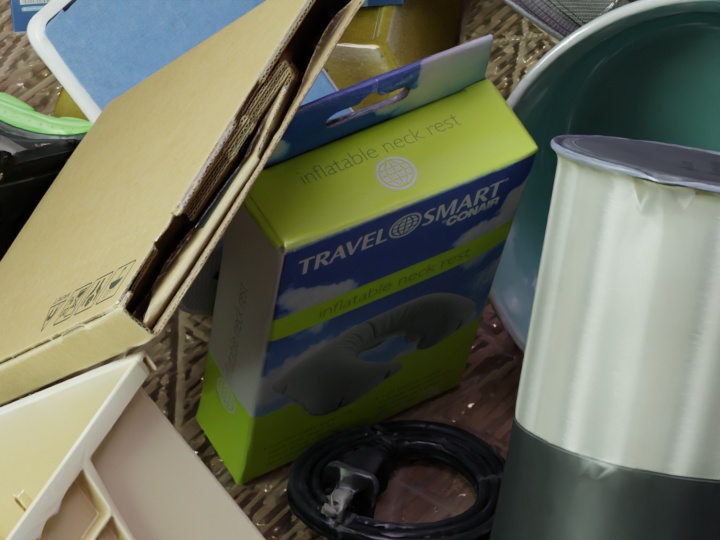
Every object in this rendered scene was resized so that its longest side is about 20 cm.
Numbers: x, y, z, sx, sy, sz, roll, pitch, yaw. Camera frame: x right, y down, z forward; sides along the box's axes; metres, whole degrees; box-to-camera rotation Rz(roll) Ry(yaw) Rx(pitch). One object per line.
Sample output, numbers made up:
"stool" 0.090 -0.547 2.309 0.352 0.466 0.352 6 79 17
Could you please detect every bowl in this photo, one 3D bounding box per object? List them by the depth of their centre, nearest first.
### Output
"bowl" 0.149 -0.042 1.050 0.200 0.201 0.105 2 23 2

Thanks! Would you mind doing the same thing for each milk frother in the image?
"milk frother" 0.076 0.038 0.938 0.199 0.189 0.181 10 9 4

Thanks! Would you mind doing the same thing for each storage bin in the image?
"storage bin" -0.156 0.148 0.812 0.200 0.094 0.199 -21 25 41

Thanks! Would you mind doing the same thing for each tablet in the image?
"tablet" -0.056 -0.063 1.076 0.014 0.200 0.130 -19 23 46

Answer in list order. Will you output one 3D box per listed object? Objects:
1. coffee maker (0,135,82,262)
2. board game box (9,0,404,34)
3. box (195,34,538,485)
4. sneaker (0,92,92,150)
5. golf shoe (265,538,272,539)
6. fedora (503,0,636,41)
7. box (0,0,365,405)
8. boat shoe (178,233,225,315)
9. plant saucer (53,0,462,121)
"coffee maker" -0.244 -0.040 1.004 0.200 0.192 0.135 26 92 28
"board game box" -0.085 -0.183 1.226 0.199 0.035 0.136 -5 43 -6
"box" 0.000 0.000 0.971 0.122 0.200 0.048 -23 62 -23
"sneaker" -0.144 -0.032 1.117 0.199 0.077 0.084 12 61 16
"golf shoe" 0.013 0.172 0.895 0.199 0.077 0.088 19 70 18
"fedora" 0.127 -0.196 1.199 0.200 0.090 0.177 27 44 -36
"box" -0.087 -0.025 0.889 0.021 0.200 0.164 38 62 -17
"boat shoe" -0.022 -0.020 1.035 0.200 0.072 0.062 5 44 -52
"plant saucer" -0.048 -0.146 1.249 0.199 0.049 0.200 5 42 5
